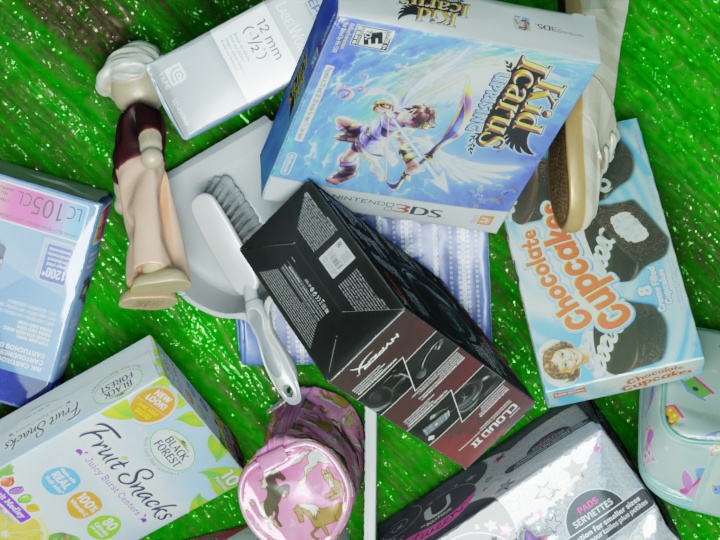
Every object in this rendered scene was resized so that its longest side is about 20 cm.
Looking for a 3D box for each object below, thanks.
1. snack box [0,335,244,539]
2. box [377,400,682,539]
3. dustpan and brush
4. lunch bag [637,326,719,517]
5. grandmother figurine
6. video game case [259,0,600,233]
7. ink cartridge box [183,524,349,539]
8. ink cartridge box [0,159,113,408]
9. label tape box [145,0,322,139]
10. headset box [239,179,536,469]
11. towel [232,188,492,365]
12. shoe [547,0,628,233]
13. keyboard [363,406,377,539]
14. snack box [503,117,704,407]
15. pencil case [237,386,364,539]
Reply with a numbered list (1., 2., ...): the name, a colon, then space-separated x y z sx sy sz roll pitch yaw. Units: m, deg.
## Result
1. snack box: -0.206 0.151 1.380 0.200 0.053 0.142 -29 134 5
2. box: 0.121 0.199 1.371 0.200 0.132 0.115 -35 97 6
3. dustpan and brush: -0.084 0.005 1.358 0.139 0.057 0.200 -28 90 25
4. lunch bag: 0.306 0.118 1.346 0.200 0.160 0.077 13 124 -1
5. grandmother figurine: -0.161 -0.074 1.351 0.060 0.121 0.200 3 71 -29
6. video game case: 0.042 -0.109 1.249 0.181 0.200 0.046 7 54 -15
7. ink cartridge box: -0.078 0.251 1.350 0.145 0.200 0.085 -14 97 4
8. ink cartridge box: -0.280 0.021 1.388 0.136 0.076 0.200 16 100 -1
9. label tape box: -0.047 -0.170 1.318 0.200 0.143 0.066 -29 96 5
10. headset box: 0.026 0.043 1.295 0.077 0.149 0.200 -43 139 8
11. towel: 0.000 0.000 1.402 0.200 0.024 0.145 -3 99 2
12. shoe: 0.169 -0.123 1.330 0.053 0.070 0.200 5 72 -4
13. keyboard: 0.008 0.161 1.400 0.011 0.056 0.200 1 103 0
14. snack box: 0.170 -0.007 1.339 0.116 0.037 0.200 -13 65 3
15. pencil case: -0.040 0.143 1.334 0.086 0.200 0.083 26 98 -2
